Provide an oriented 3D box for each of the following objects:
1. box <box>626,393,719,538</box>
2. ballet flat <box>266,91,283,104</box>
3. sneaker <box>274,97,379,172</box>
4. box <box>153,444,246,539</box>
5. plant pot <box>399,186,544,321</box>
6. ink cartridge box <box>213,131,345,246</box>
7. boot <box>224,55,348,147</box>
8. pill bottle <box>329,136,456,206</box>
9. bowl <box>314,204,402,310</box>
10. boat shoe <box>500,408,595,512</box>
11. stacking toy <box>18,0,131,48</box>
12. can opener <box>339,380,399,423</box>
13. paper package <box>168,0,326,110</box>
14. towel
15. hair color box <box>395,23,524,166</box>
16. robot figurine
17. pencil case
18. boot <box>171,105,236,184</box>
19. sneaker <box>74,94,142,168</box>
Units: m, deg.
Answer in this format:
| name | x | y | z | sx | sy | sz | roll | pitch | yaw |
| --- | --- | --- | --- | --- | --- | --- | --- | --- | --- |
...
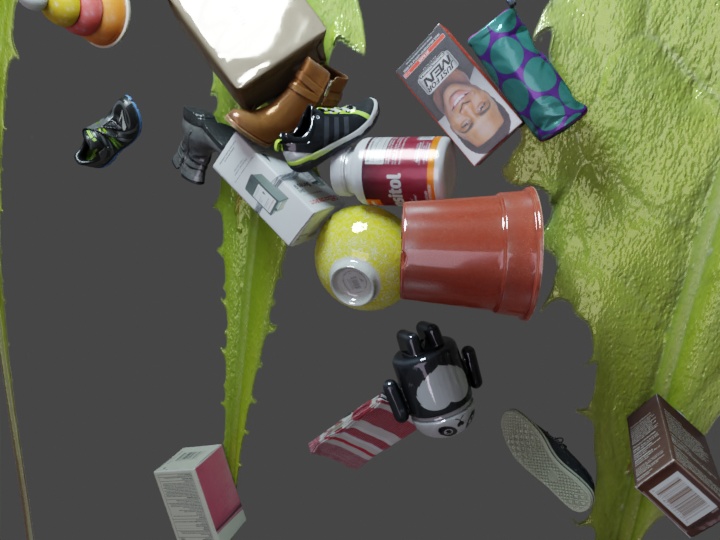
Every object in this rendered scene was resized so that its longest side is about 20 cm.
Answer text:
| name | x | y | z | sx | sy | sz | roll | pitch | yaw |
| --- | --- | --- | --- | --- | --- | --- | --- | --- | --- |
| box | 0.463 | 0.280 | 0.824 | 0.100 | 0.200 | 0.075 | 42 | 117 | 8 |
| ballet flat | -0.195 | -0.366 | 1.011 | 0.200 | 0.064 | 0.067 | 49 | 118 | 4 |
| sneaker | -0.053 | -0.244 | 0.922 | 0.071 | 0.199 | 0.083 | 30 | 155 | 53 |
| box | -0.368 | 0.523 | 1.283 | 0.126 | 0.109 | 0.203 | -12 | 99 | 24 |
| plant pot | 0.157 | -0.027 | 0.846 | 0.192 | 0.201 | 0.204 | 2 | 105 | 3 |
| ink cartridge box | -0.140 | -0.151 | 0.998 | 0.200 | 0.146 | 0.084 | 45 | 114 | 6 |
| boot | -0.121 | -0.288 | 0.935 | 0.074 | 0.198 | 0.156 | 51 | 123 | 28 |
| pill bottle | 0.055 | -0.165 | 0.931 | 0.197 | 0.113 | 0.115 | 5 | 105 | 22 |
| bowl | 0.000 | 0.000 | 0.969 | 0.197 | 0.108 | 0.203 | 9 | 124 | 14 |
| boat shoe | 0.327 | 0.325 | 0.971 | 0.200 | 0.062 | 0.075 | 45 | 121 | 23 |
| stacking toy | -0.552 | -0.509 | 1.049 | 0.144 | 0.200 | 0.149 | 5 | 105 | 20 |
| can opener | 0.027 | 0.281 | 1.080 | 0.200 | 0.067 | 0.054 | -40 | 87 | 29 |
| paper package | -0.182 | -0.408 | 0.934 | 0.190 | 0.103 | 0.201 | -36 | 86 | -7 |
| towel | 0.015 | 0.317 | 1.071 | 0.200 | 0.023 | 0.143 | -40 | 128 | 23 |
| hair color box | 0.160 | -0.277 | 0.887 | 0.101 | 0.061 | 0.201 | -42 | 86 | 25 |
| robot figurine | 0.129 | 0.195 | 0.983 | 0.148 | 0.125 | 0.203 | -16 | 96 | 25 |
| pencil case | 0.251 | -0.293 | 0.832 | 0.201 | 0.092 | 0.085 | 55 | 149 | 1 |
| boot | -0.296 | -0.223 | 1.070 | 0.200 | 0.069 | 0.133 | 43 | 121 | 42 |
| sneaker | -0.529 | -0.282 | 1.162 | 0.199 | 0.083 | 0.071 | -38 | 88 | 26 |
